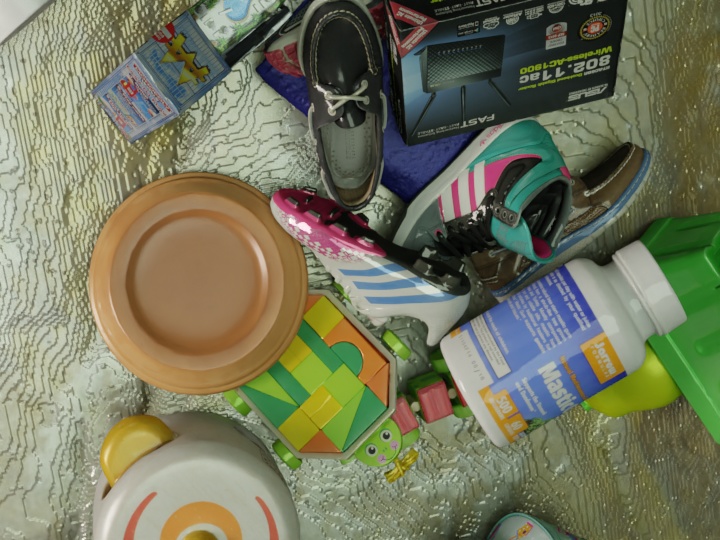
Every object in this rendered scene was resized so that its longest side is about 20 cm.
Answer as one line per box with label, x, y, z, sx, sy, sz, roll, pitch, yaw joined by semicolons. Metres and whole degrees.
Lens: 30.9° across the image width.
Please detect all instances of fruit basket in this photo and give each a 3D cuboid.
fruit basket;0.306;0.066;1.249;0.155;0.214;0.217;-41;109;-44

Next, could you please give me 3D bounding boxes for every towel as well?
towel;0.020;-0.175;1.186;0.200;0.050;0.148;40;95;-14

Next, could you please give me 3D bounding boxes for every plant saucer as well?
plant saucer;-0.145;0.011;1.162;0.198;0.037;0.203;0;88;-5

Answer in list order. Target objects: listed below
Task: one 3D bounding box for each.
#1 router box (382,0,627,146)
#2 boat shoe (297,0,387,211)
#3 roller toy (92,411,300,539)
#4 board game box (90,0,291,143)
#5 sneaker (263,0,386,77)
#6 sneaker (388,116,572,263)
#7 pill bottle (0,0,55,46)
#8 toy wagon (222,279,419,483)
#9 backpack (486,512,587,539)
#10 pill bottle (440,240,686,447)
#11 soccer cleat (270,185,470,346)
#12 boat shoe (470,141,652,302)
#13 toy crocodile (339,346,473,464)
router box;0.120;-0.193;1.094;0.198;0.150;0.063;-14;58;-3
boat shoe;-0.013;-0.137;1.094;0.073;0.061;0.201;-6;135;-8
roller toy;-0.148;0.227;1.167;0.180;0.140;0.202;5;98;-12
board game box;-0.130;-0.185;1.072;0.199;0.200;0.062;-39;103;-2
sneaker;0.001;-0.238;1.113;0.199;0.081;0.075;-34;68;11
sneaker;0.117;-0.037;1.173;0.200;0.121;0.083;-49;140;12
pill bottle;-0.332;-0.288;1.058;0.116;0.116;0.200;-41;105;-2
toy wagon;-0.025;0.110;1.192;0.155;0.040;0.200;-44;79;-1
backpack;0.148;0.331;1.227;0.153;0.176;0.201;32;88;-18
pill bottle;0.179;0.060;1.142;0.199;0.112;0.113;-31;104;7
soccer cleat;0.000;0.000;1.157;0.199;0.070;0.087;27;115;5
boat shoe;0.188;-0.056;1.223;0.200;0.072;0.072;-45;103;-2
toy crocodile;0.061;0.123;1.232;0.198;0.062;0.068;-25;103;-6
